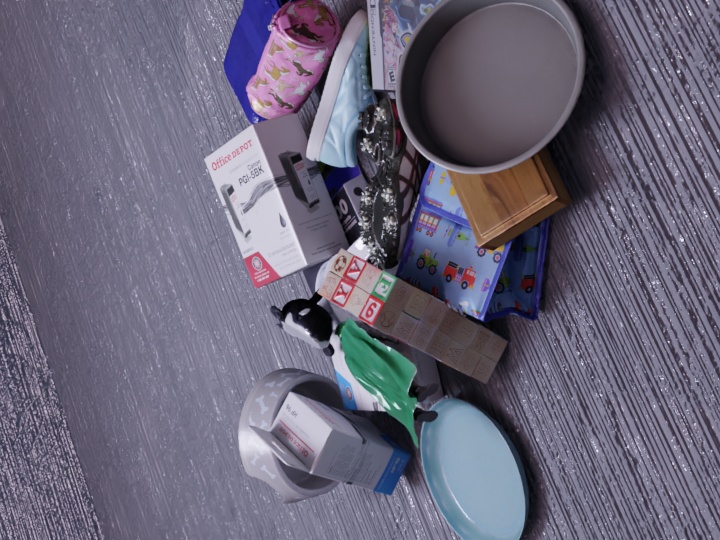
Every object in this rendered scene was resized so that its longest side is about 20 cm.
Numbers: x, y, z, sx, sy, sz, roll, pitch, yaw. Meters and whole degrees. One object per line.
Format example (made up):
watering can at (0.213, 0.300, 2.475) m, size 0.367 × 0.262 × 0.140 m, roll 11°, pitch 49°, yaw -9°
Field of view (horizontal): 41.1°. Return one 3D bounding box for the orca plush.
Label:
orca plush at (-0.062, 0.063, 1.321) m, size 0.105 × 0.071 × 0.200 m, roll 36°, pitch 171°, yaw 5°

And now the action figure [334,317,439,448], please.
action figure at (0.024, 0.115, 1.187) m, size 0.200 × 0.054 × 0.119 m, roll 41°, pitch 138°, yaw 47°

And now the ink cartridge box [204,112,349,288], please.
ink cartridge box at (-0.117, -0.094, 1.318) m, size 0.146 × 0.083 × 0.202 m, roll -23°, pitch 89°, yaw 51°

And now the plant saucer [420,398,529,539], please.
plant saucer at (0.146, 0.255, 1.209) m, size 0.200 × 0.027 × 0.202 m, roll 29°, pitch 126°, yaw 49°

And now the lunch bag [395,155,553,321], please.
lunch bag at (0.137, -0.063, 1.063) m, size 0.150 × 0.093 × 0.202 m, roll 26°, pitch 110°, yaw 48°

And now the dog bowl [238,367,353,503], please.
dog bowl at (-0.086, 0.243, 1.418) m, size 0.058 × 0.199 × 0.202 m, roll -10°, pitch 94°, yaw 43°

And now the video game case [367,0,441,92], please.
video game case at (0.072, -0.296, 1.108) m, size 0.199 × 0.025 × 0.182 m, roll 18°, pitch 117°, yaw 54°

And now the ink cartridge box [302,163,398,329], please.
ink cartridge box at (-0.029, -0.038, 1.352) m, size 0.198 × 0.043 × 0.201 m, roll -46°, pitch 62°, yaw 53°

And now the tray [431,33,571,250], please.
tray at (0.131, -0.134, 0.997) m, size 0.098 × 0.037 × 0.201 m, roll -33°, pitch 67°, yaw 29°

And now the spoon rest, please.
spoon rest at (0.000, 0.000, 1.232) m, size 0.100 × 0.060 × 0.200 m, roll 60°, pitch 141°, yaw 23°

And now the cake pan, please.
cake pan at (0.131, -0.191, 0.960) m, size 0.199 × 0.037 × 0.202 m, roll -6°, pitch 78°, yaw 28°

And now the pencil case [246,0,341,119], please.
pencil case at (-0.092, -0.272, 1.258) m, size 0.086 × 0.083 × 0.200 m, roll 41°, pitch 153°, yaw 0°

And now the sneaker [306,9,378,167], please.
sneaker at (-0.005, -0.228, 1.234) m, size 0.074 × 0.081 × 0.201 m, roll -74°, pitch 2°, yaw -69°

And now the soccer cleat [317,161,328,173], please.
soccer cleat at (-0.110, -0.160, 1.413) m, size 0.200 × 0.064 × 0.085 m, roll -20°, pitch 76°, yaw 57°

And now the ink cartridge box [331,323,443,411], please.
ink cartridge box at (0.041, 0.124, 1.281) m, size 0.199 × 0.067 × 0.117 m, roll -11°, pitch 93°, yaw 59°

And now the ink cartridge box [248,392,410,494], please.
ink cartridge box at (-0.042, 0.234, 1.319) m, size 0.116 × 0.199 × 0.068 m, roll 30°, pitch 93°, yaw 49°

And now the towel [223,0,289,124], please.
towel at (-0.137, -0.326, 1.407) m, size 0.148 × 0.049 × 0.200 m, roll 63°, pitch 144°, yaw 25°

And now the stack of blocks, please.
stack of blocks at (0.062, 0.054, 1.103) m, size 0.115 × 0.199 × 0.059 m, roll 28°, pitch 89°, yaw 52°

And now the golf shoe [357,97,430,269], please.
golf shoe at (0.049, -0.101, 1.133) m, size 0.077 × 0.087 × 0.202 m, roll 5°, pitch 95°, yaw 54°
